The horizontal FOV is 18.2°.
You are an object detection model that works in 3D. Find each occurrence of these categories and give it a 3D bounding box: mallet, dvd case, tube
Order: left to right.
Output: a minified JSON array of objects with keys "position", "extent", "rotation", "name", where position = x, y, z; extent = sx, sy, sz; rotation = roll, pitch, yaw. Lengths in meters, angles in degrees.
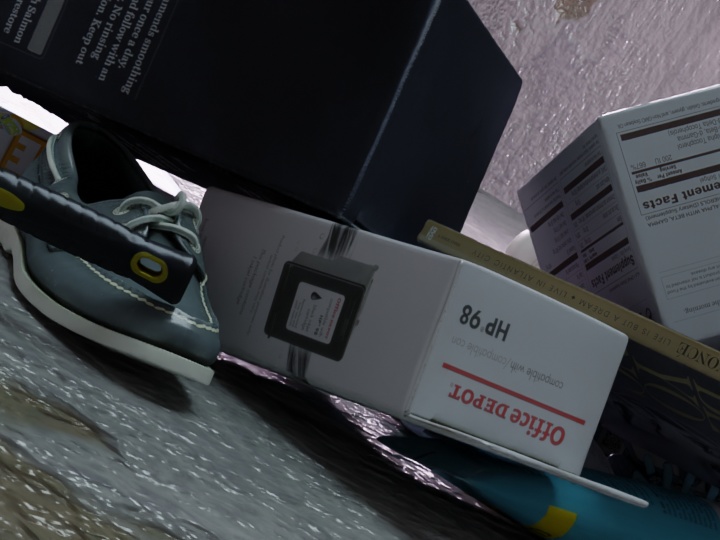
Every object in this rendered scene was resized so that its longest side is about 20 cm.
[{"position":[-0.148,-0.048,0.806],"extent":[0.199,0.066,0.041],"rotation":[18,9,-6],"name":"mallet"},{"position":[0.106,0.108,0.982],"extent":[0.199,0.051,0.077],"rotation":[21,-6,-26],"name":"tube"},{"position":[0.127,0.053,1.005],"extent":[0.199,0.016,0.149],"rotation":[25,-17,29],"name":"dvd case"}]

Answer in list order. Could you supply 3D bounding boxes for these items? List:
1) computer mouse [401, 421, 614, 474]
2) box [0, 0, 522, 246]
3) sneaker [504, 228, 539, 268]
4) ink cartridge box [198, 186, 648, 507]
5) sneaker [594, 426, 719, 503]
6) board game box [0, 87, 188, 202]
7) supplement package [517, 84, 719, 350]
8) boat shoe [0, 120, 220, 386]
[{"position":[0.053,0.065,1.079],"extent":[0.199,0.044,0.110],"rotation":[32,5,23],"name":"computer mouse"},{"position":[-0.048,-0.094,1.040],"extent":[0.199,0.118,0.197],"rotation":[24,-2,15],"name":"box"},{"position":[0.126,0.039,1.340],"extent":[0.200,0.077,0.111],"rotation":[48,-3,-32],"name":"sneaker"},{"position":[0.026,0.030,0.930],"extent":[0.199,0.067,0.115],"rotation":[17,-4,45],"name":"ink cartridge box"},{"position":[0.157,0.118,1.095],"extent":[0.199,0.078,0.086],"rotation":[28,19,36],"name":"sneaker"},{"position":[-0.170,-0.071,1.199],"extent":[0.134,0.034,0.200],"rotation":[28,6,-19],"name":"board game box"},{"position":[0.197,-0.026,1.068],"extent":[0.199,0.112,0.156],"rotation":[-14,-8,-12],"name":"supplement package"},{"position":[-0.098,-0.012,0.902],"extent":[0.073,0.062,0.200],"rotation":[25,7,-26],"name":"boat shoe"}]
